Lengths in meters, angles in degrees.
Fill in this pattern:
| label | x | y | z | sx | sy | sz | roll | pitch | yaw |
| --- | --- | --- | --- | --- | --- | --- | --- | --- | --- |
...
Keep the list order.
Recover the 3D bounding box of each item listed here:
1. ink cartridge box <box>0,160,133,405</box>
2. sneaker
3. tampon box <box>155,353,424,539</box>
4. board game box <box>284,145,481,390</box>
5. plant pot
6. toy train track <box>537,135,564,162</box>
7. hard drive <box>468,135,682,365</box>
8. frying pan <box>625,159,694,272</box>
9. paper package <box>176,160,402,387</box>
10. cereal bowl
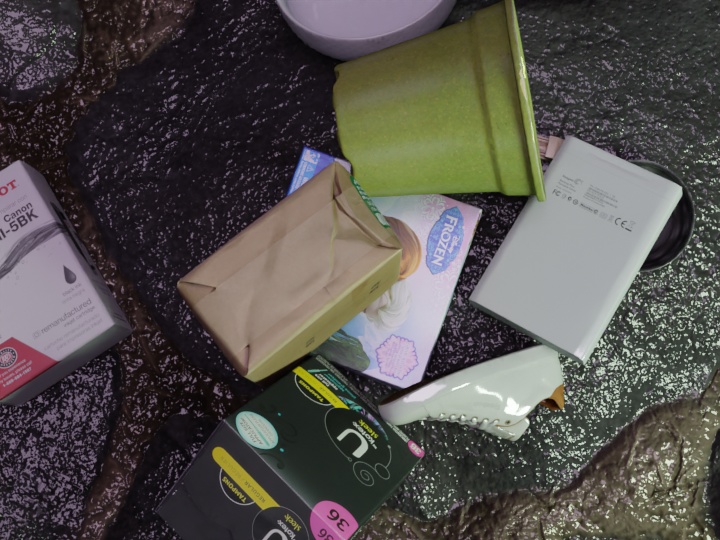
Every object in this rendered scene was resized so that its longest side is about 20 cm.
| label | x | y | z | sx | sy | sz | roll | pitch | yaw |
| --- | --- | --- | --- | --- | --- | --- | --- | --- | --- |
| ink cartridge box | -0.348 | 0.013 | 1.290 | 0.146 | 0.083 | 0.201 | -33 | 81 | -2 |
| sneaker | 0.116 | 0.132 | 1.233 | 0.198 | 0.073 | 0.086 | -14 | 86 | -20 |
| tampon box | -0.060 | 0.195 | 1.171 | 0.150 | 0.200 | 0.127 | 42 | 115 | 7 |
| board game box | 0.000 | 0.000 | 1.296 | 0.197 | 0.041 | 0.202 | 19 | 83 | 6 |
| plant pot | 0.074 | -0.149 | 1.222 | 0.182 | 0.200 | 0.203 | -10 | 80 | 9 |
| toy train track | 0.118 | -0.148 | 1.318 | 0.197 | 0.033 | 0.116 | 14 | 82 | 4 |
| hard drive | 0.214 | -0.023 | 1.261 | 0.131 | 0.027 | 0.201 | 28 | 78 | 23 |
| frying pan | 0.268 | -0.020 | 1.289 | 0.114 | 0.031 | 0.192 | 22 | 84 | 9 |
| paper package | -0.058 | 0.010 | 1.177 | 0.190 | 0.200 | 0.104 | -39 | 82 | -4 |
| cereal bowl | 0.011 | -0.295 | 1.309 | 0.197 | 0.084 | 0.202 | -5 | 62 | 10 |
